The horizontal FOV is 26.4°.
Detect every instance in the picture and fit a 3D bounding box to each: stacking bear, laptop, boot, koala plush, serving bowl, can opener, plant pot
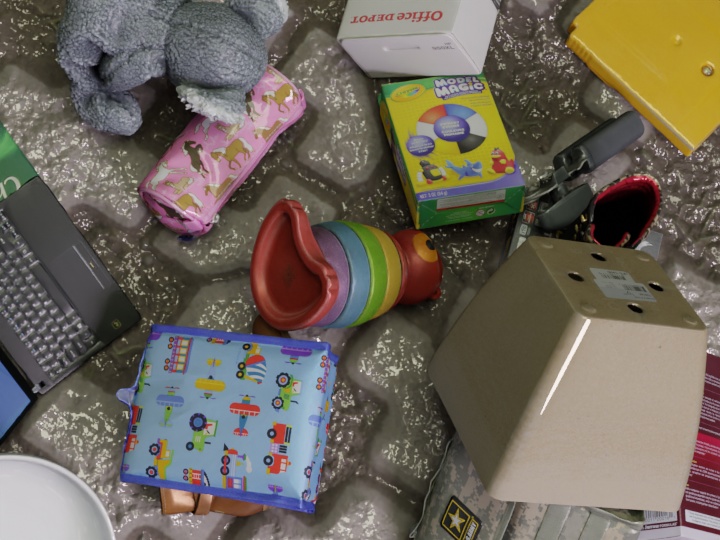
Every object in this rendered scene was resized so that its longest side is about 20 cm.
[{"bbox_3d":[0.000,0.000,1.524,0.199,0.114,0.122,-4,56,-40],"label":"stacking bear"},{"bbox_3d":[-0.325,0.039,1.443,0.200,0.103,0.178,-38,105,-14],"label":"laptop"},{"bbox_3d":[-0.133,0.140,1.498,0.154,0.077,0.201,-6,80,-8],"label":"boot"},{"bbox_3d":[-0.181,-0.225,1.523,0.199,0.184,0.178,20,69,17],"label":"koala plush"},{"bbox_3d":[-0.324,0.259,1.400,0.199,0.066,0.201,-2,97,-13],"label":"serving bowl"},{"bbox_3d":[0.213,-0.007,1.506,0.200,0.151,0.073,-40,82,-21],"label":"boot"},{"bbox_3d":[0.239,-0.102,1.624,0.200,0.053,0.067,-33,98,-39],"label":"can opener"},{"bbox_3d":[0.202,0.082,1.399,0.199,0.178,0.200,7,29,-22],"label":"plant pot"}]

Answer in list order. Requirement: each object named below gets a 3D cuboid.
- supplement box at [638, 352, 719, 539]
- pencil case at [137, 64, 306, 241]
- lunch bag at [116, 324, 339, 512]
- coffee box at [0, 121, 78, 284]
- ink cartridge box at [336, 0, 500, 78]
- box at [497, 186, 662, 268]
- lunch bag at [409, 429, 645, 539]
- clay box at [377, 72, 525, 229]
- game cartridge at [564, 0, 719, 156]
[{"bbox_3d":[0.319,0.177,1.538,0.109,0.061,0.201,21,63,-44],"label":"supplement box"},{"bbox_3d":[-0.140,-0.126,1.575,0.087,0.083,0.200,44,67,-19],"label":"pencil case"},{"bbox_3d":[-0.132,0.133,1.423,0.199,0.094,0.152,8,79,6],"label":"lunch bag"},{"bbox_3d":[-0.383,-0.078,1.534,0.123,0.044,0.200,-32,80,-18],"label":"coffee box"},{"bbox_3d":[0.075,-0.312,1.641,0.144,0.084,0.201,2,65,33],"label":"ink cartridge box"},{"bbox_3d":[0.216,0.031,1.601,0.158,0.048,0.201,19,69,-3],"label":"box"},{"bbox_3d":[0.154,0.242,1.450,0.199,0.165,0.118,21,24,7],"label":"lunch bag"},{"bbox_3d":[0.090,-0.138,1.600,0.114,0.048,0.201,-10,52,-8],"label":"clay box"},{"bbox_3d":[0.352,-0.252,1.736,0.200,0.032,0.176,44,70,9],"label":"game cartridge"}]
